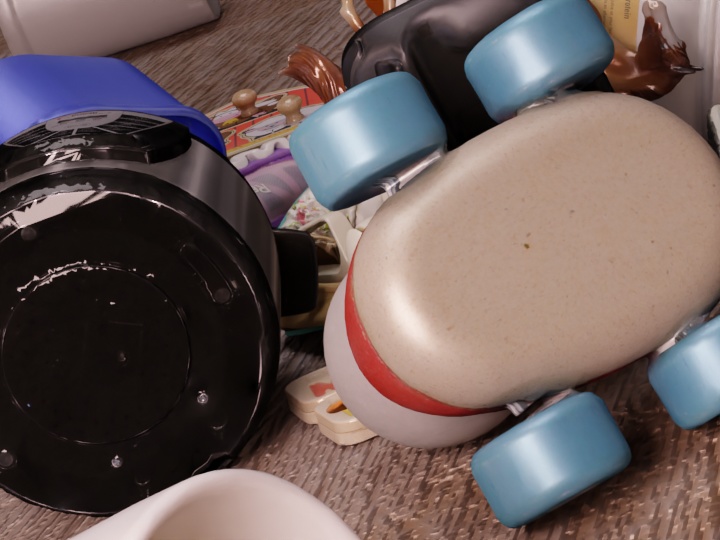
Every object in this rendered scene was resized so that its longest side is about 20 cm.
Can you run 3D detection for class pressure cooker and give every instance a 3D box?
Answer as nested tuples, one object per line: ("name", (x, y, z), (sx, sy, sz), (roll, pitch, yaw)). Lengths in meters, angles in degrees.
("pressure cooker", (-0.127, 0.014, 1.256), (0.179, 0.176, 0.200), (-48, 10, 11))

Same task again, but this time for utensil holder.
("utensil holder", (-0.258, -0.298, 2.532), (0.200, 0.170, 0.170), (-16, 15, 7))

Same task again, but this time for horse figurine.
("horse figurine", (0.063, -0.117, 1.312), (0.200, 0.133, 0.050), (-25, -5, 14))

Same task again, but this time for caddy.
("caddy", (-0.173, -0.051, 1.556), (0.200, 0.141, 0.105), (-3, 35, -46))

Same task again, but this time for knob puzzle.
("knob puzzle", (-0.098, -0.115, 1.946), (0.220, 0.030, 0.220), (-19, 15, 5))

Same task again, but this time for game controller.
("game controller", (0.071, -0.054, 1.159), (0.104, 0.200, 0.042), (-31, 41, 2))

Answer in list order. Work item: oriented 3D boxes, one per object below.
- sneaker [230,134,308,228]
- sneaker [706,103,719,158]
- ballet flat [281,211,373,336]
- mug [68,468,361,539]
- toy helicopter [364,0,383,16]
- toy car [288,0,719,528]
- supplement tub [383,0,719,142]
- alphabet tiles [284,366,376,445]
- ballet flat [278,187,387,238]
("sneaker", (-0.067, -0.025, 1.521), (0.200, 0.088, 0.080), (-9, -40, -42))
("sneaker", (0.217, -0.032, 1.209), (0.089, 0.077, 0.200), (-6, 21, 0))
("ballet flat", (0.000, 0.000, 1.317), (0.069, 0.063, 0.200), (-24, 10, -31))
("mug", (-0.091, 0.156, 0.783), (0.153, 0.149, 0.187), (-19, 6, 36))
("toy helicopter", (0.048, -0.162, 1.597), (0.079, 0.200, 0.132), (-24, 33, -14))
("toy car", (0.055, 0.015, 1.101), (0.177, 0.184, 0.200), (-27, -8, -25))
("supplement tub", (0.122, -0.118, 1.397), (0.200, 0.144, 0.144), (3, 21, 15))
("alphabet tiles", (0.064, 0.032, 1.253), (0.200, 0.015, 0.196), (-23, 15, -13))
("ballet flat", (0.027, -0.046, 1.469), (0.064, 0.076, 0.200), (3, 28, 38))
